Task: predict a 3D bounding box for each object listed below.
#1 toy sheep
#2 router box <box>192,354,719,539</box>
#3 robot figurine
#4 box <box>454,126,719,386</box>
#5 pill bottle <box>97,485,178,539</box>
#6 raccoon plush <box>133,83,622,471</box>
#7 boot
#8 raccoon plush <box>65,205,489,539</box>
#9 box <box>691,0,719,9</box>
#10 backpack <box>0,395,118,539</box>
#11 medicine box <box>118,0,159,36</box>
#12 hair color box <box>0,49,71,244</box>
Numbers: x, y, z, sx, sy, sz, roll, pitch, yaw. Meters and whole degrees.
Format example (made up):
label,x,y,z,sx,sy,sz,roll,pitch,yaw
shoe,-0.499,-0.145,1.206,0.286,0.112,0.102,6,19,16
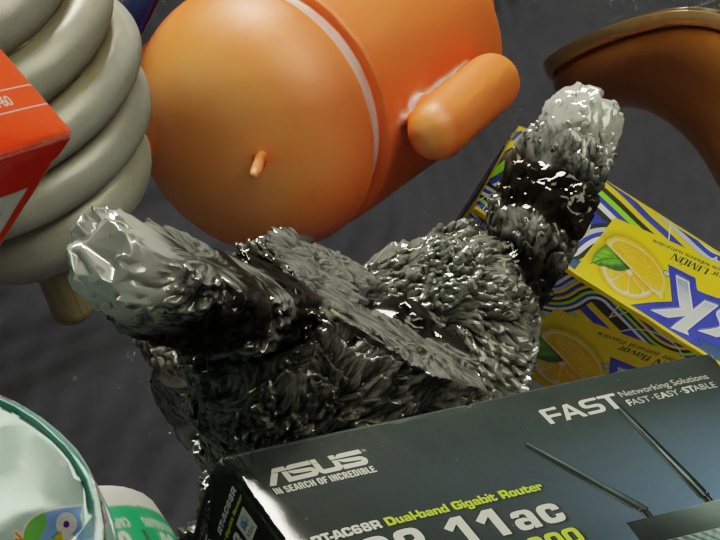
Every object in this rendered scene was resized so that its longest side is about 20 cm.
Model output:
label,x,y,z,sx,sy,sz,roll,pitch,yaw
toy sheep,-0.140,-0.063,0.912,0.137,0.201,0.138,-16,38,12
router box,0.069,0.107,0.748,0.199,0.062,0.150,-10,39,-31
robot figurine,-0.018,-0.081,1.032,0.144,0.117,0.200,44,43,8
box,0.128,0.029,1.051,0.199,0.070,0.064,32,45,-1
pill bottle,-0.068,0.178,0.769,0.113,0.113,0.201,-14,60,-38
raccoon plush,0.000,0.000,0.943,0.133,0.097,0.201,26,72,-12
boot,0.182,-0.046,1.139,0.074,0.199,0.156,-4,90,-63
raccoon plush,-0.052,0.056,0.809,0.199,0.134,0.097,24,15,-37
box,0.260,-0.064,1.229,0.157,0.050,0.200,-23,66,-43
backpack,-0.166,0.086,0.671,0.199,0.127,0.168,17,76,-12
medicine box,-0.194,-0.188,1.032,0.199,0.103,0.183,-1,53,-31
hair color box,-0.194,-0.071,0.790,0.200,0.111,0.064,48,35,14
